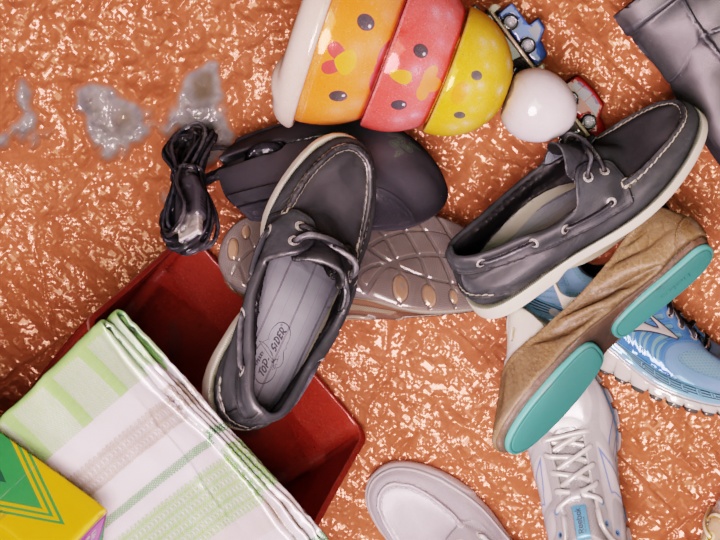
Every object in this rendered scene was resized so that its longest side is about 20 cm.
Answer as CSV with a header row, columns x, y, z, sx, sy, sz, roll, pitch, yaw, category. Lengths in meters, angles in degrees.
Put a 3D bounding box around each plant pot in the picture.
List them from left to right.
x,y,z,sx,sy,sz,roll,pitch,yaw,category
-0.143,0.126,1.101,0.176,0.200,0.200,-39,96,23,plant pot

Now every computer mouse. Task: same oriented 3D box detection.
x,y,z,sx,sy,sz,roll,pitch,yaw,category
-0.037,-0.069,1.086,0.198,0.139,0.053,0,128,-4,computer mouse

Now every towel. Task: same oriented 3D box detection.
x,y,z,sx,sy,sz,roll,pitch,yaw,category
-0.128,0.138,0.980,0.200,0.031,0.149,47,120,-4,towel

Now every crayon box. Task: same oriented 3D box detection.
x,y,z,sx,sy,sz,roll,pitch,yaw,category
-0.254,0.180,1.037,0.172,0.058,0.201,33,138,15,crayon box

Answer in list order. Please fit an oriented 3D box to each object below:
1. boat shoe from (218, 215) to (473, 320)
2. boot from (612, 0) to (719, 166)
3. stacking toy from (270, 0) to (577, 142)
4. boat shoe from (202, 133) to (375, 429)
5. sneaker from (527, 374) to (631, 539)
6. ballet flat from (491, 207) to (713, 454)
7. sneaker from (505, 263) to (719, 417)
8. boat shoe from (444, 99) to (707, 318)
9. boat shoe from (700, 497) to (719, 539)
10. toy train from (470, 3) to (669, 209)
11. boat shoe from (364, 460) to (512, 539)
x,y,z,sx,sy,sz,roll,pitch,yaw,category
0.000,0.000,1.121,0.198,0.072,0.076,7,70,-4,boat shoe
0.292,-0.139,1.074,0.164,0.066,0.200,-36,93,18,boot
0.051,-0.138,1.055,0.199,0.146,0.147,18,101,-2,stacking toy
-0.035,0.006,0.998,0.074,0.066,0.200,33,78,-20,boat shoe
0.156,0.154,1.129,0.074,0.087,0.201,-15,98,8,sneaker
0.144,0.031,1.061,0.200,0.068,0.072,-47,61,0,ballet flat
0.201,0.035,1.109,0.199,0.078,0.090,24,98,-1,sneaker
0.137,-0.054,1.054,0.199,0.075,0.066,-37,125,9,boat shoe
0.276,0.189,1.138,0.199,0.074,0.070,-24,89,5,boat shoe
0.146,-0.110,1.107,0.046,0.034,0.200,-39,96,6,toy train
0.079,0.218,1.147,0.072,0.069,0.200,-42,86,10,boat shoe
